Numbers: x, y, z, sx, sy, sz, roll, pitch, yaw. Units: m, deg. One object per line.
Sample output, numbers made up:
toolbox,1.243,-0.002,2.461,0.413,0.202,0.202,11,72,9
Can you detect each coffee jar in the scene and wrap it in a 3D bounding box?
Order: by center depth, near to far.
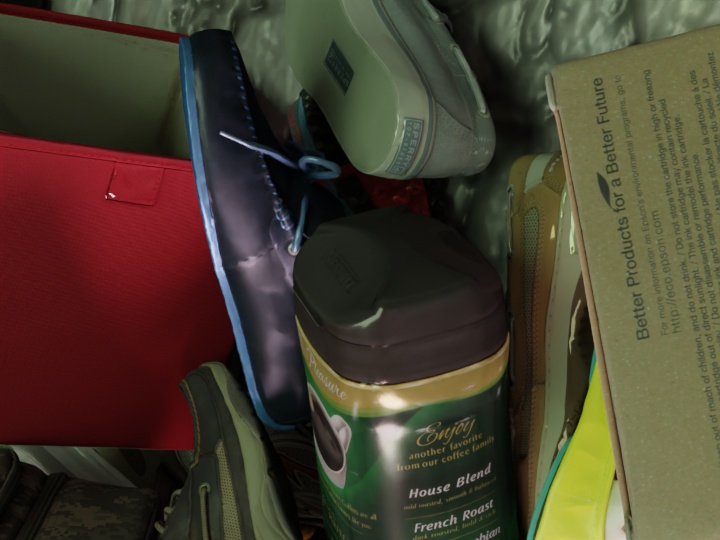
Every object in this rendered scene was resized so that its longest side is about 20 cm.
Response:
coffee jar,0.023,0.077,0.706,0.104,0.084,0.202,-129,29,-58

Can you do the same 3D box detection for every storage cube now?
storage cube,-0.162,-0.025,0.848,0.171,0.198,0.181,53,129,49

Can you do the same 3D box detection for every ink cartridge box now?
ink cartridge box,0.172,0.004,0.606,0.163,0.075,0.202,-12,74,16

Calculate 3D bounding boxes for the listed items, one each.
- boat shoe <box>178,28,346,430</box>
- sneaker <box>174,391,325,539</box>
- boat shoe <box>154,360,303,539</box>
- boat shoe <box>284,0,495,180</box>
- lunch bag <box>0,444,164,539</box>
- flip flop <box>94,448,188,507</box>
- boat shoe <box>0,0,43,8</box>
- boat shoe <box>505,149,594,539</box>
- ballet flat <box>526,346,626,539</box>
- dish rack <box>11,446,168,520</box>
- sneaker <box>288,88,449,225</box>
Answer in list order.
boat shoe,-0.038,-0.024,0.746,0.084,0.068,0.202,-102,-1,-60
sneaker,-0.036,0.130,0.845,0.199,0.082,0.079,32,113,35
boat shoe,-0.067,0.125,0.762,0.201,0.073,0.075,-115,3,-46
boat shoe,0.014,-0.108,0.788,0.070,0.071,0.202,-64,31,31
lunch bag,-0.191,0.173,0.744,0.166,0.200,0.141,12,104,-3
flip flop,-0.121,0.147,0.934,0.081,0.057,0.201,-50,63,31
boat shoe,-0.247,-0.161,1.009,0.067,0.072,0.202,-1,93,39
boat shoe,0.090,0.044,0.739,0.076,0.071,0.202,7,92,38
ballet flat,0.123,0.073,0.671,0.067,0.067,0.202,12,82,40
dish rack,-0.163,0.192,0.923,0.171,0.043,0.201,38,139,14
sneaker,0.000,0.000,0.807,0.095,0.079,0.202,-37,70,38
